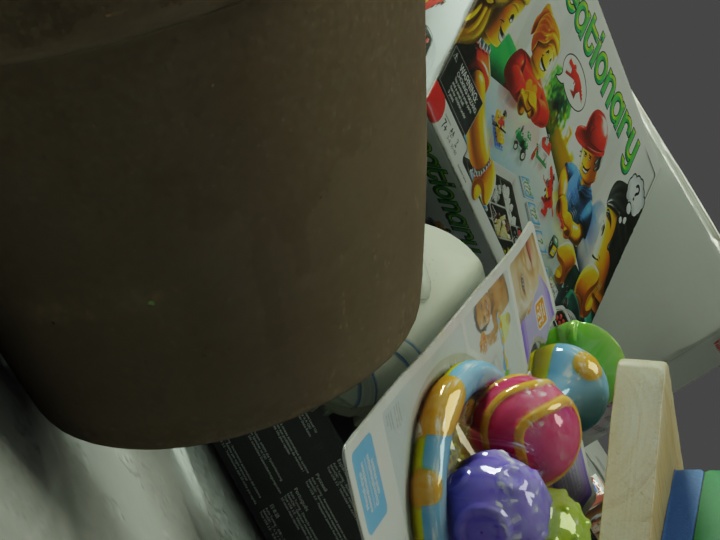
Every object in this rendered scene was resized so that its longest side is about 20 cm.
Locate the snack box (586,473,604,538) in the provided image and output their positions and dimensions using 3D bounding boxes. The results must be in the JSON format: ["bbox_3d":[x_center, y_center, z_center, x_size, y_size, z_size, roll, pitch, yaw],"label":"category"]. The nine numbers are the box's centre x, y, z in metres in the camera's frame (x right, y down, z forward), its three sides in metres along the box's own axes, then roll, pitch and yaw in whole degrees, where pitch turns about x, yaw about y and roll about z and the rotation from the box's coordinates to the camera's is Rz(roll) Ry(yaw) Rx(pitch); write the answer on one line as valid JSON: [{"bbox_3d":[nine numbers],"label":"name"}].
[{"bbox_3d":[0.153,0.198,1.800,0.200,0.072,0.024,53,8,-49],"label":"snack box"}]

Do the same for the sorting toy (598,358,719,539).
[{"bbox_3d":[0.128,0.167,1.061,0.200,0.069,0.200,72,23,-57],"label":"sorting toy"}]

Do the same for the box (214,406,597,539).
[{"bbox_3d":[0.000,0.050,1.083,0.201,0.050,0.158,61,24,11],"label":"box"}]

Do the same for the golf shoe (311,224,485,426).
[{"bbox_3d":[0.000,0.000,0.975,0.200,0.097,0.079,-4,61,-55],"label":"golf shoe"}]

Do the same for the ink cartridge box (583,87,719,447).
[{"bbox_3d":[0.076,0.016,1.393,0.145,0.199,0.147,60,5,11],"label":"ink cartridge box"}]

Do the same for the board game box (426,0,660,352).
[{"bbox_3d":[0.065,-0.057,1.190,0.127,0.034,0.200,-64,148,-27],"label":"board game box"}]

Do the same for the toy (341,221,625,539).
[{"bbox_3d":[0.057,0.070,0.995,0.200,0.047,0.116,-50,130,-61],"label":"toy"}]

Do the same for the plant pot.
[{"bbox_3d":[-0.055,-0.053,0.776,0.200,0.199,0.176,-109,-177,-67],"label":"plant pot"}]
